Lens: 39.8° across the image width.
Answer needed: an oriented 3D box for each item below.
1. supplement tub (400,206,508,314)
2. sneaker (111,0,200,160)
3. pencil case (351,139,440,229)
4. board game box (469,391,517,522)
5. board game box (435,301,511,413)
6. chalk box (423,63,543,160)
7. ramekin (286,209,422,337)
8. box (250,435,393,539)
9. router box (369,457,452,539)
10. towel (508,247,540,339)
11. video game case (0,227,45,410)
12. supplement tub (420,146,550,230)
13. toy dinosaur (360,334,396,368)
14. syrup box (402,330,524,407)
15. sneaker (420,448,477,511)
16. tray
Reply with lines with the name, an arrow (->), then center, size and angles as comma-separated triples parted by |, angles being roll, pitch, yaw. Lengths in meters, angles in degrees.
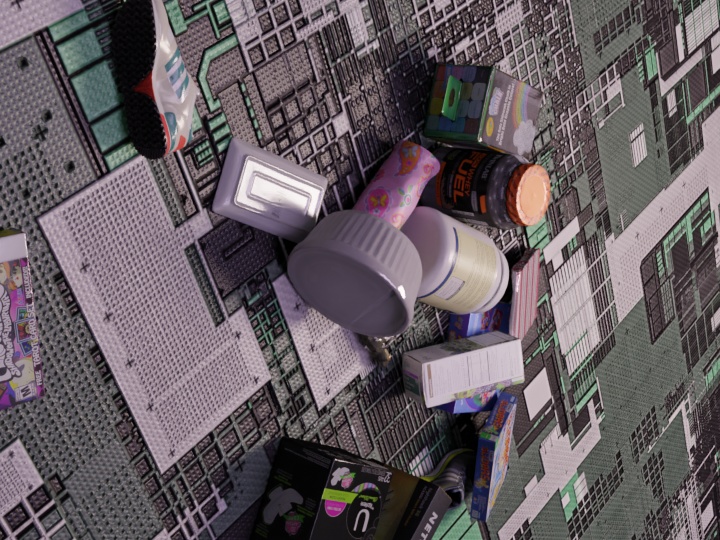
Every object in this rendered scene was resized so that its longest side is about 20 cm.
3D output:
supplement tub -> 0.141, -0.010, 1.630 | 0.199, 0.144, 0.147 | 21, 84, -47
sneaker -> -0.246, -0.244, 1.231 | 0.093, 0.069, 0.203 | -31, 120, -59
pencil case -> 0.044, -0.105, 1.547 | 0.201, 0.087, 0.088 | -58, 134, -19
board game box -> 0.246, 0.346, 1.843 | 0.136, 0.034, 0.202 | -52, 150, -49
board game box -> 0.209, 0.155, 1.815 | 0.133, 0.044, 0.203 | 6, 95, -47
chalk box -> 0.189, -0.265, 1.640 | 0.198, 0.123, 0.126 | 12, 92, -46
ramekin -> 0.000, 0.000, 1.452 | 0.095, 0.200, 0.203 | -60, 135, -30
box -> -0.062, 0.376, 1.519 | 0.148, 0.123, 0.203 | 23, 83, -45
router box -> 0.034, 0.422, 1.609 | 0.201, 0.156, 0.052 | -58, 134, -20
towel -> 0.300, 0.047, 1.848 | 0.200, 0.029, 0.149 | -35, 128, -65
video game case -> -0.447, 0.069, 1.100 | 0.180, 0.036, 0.203 | -16, 110, -42
supplement tub -> 0.202, -0.134, 1.625 | 0.121, 0.198, 0.125 | -13, 108, -44
toy dinosaur -> 0.021, 0.077, 1.598 | 0.088, 0.047, 0.201 | -50, 128, -18
syrup box -> 0.176, 0.167, 1.708 | 0.197, 0.079, 0.083 | -12, 103, -23
sneaker -> 0.164, 0.390, 1.795 | 0.199, 0.080, 0.075 | -30, 120, -40
tray -> -0.120, -0.108, 1.419 | 0.199, 0.022, 0.109 | 20, 86, -47
